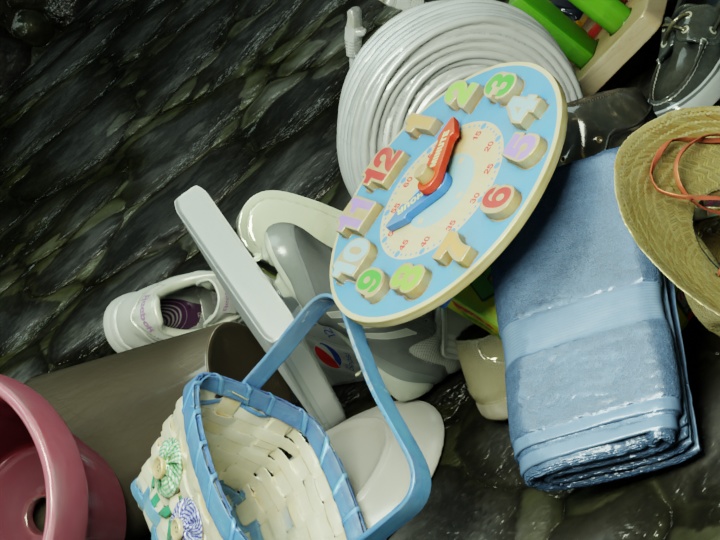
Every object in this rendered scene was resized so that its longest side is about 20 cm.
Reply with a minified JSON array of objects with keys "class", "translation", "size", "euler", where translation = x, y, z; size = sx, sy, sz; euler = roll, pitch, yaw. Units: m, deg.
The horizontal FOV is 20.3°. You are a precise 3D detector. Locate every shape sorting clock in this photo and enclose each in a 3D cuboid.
[{"class":"shape sorting clock","translation":[0.051,-0.051,1.272],"size":[0.200,0.039,0.200],"euler":[-41,26,25]}]

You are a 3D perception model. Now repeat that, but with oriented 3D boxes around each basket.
[{"class":"basket","translation":[-0.048,0.137,1.301],"size":[0.200,0.139,0.177],"euler":[-44,45,19]},{"class":"basket","translation":[-0.163,0.128,1.580],"size":[0.200,0.136,0.181],"euler":[-24,46,27]}]

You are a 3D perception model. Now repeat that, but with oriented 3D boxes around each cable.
[{"class":"cable","translation":[0.080,-0.107,1.533],"size":[0.199,0.201,0.069],"euler":[1,18,-18]}]

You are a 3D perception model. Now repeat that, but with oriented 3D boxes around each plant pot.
[{"class":"plant pot","translation":[-0.263,0.177,1.445],"size":[0.200,0.200,0.179],"euler":[-36,-20,11]}]

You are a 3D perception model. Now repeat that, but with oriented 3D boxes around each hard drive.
[{"class":"hard drive","translation":[-0.070,0.032,1.456],"size":[0.027,0.132,0.200],"euler":[-34,-24,-5]}]

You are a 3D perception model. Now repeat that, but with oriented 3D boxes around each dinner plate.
[{"class":"dinner plate","translation":[-0.026,0.159,1.424],"size":[0.200,0.024,0.200],"euler":[-36,20,15]}]

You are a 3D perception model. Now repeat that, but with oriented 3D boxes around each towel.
[{"class":"towel","translation":[0.137,0.031,1.215],"size":[0.111,0.049,0.201],"euler":[-16,60,20]}]

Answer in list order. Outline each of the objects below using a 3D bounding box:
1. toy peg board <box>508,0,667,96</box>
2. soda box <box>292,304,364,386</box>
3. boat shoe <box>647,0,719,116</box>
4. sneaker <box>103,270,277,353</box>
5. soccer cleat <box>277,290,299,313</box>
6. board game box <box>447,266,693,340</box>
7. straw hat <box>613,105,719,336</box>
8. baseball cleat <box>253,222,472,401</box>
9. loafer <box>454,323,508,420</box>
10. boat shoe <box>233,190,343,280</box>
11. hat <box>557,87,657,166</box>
[{"class":"toy peg board","translation":[0.163,-0.216,1.680],"size":[0.200,0.098,0.199],"euler":[-46,14,37]},{"class":"soda box","translation":[0.024,-0.003,1.605],"size":[0.063,0.068,0.200],"euler":[-14,34,51]},{"class":"boat shoe","translation":[0.261,-0.183,1.569],"size":[0.069,0.057,0.200],"euler":[-20,28,43]},{"class":"sneaker","translation":[-0.106,0.036,1.653],"size":[0.199,0.075,0.100],"euler":[-10,-8,-33]},{"class":"soccer cleat","translation":[-0.011,-0.014,1.662],"size":[0.069,0.085,0.200],"euler":[-17,31,48]},{"class":"board game box","translation":[0.115,-0.001,1.301],"size":[0.200,0.048,0.102],"euler":[32,83,35]},{"class":"straw hat","translation":[0.234,-0.002,1.181],"size":[0.201,0.200,0.085],"euler":[-62,-11,-45]},{"class":"baseball cleat","translation":[0.014,0.014,1.402],"size":[0.106,0.200,0.070],"euler":[-28,48,15]},{"class":"loafer","translation":[0.141,0.013,1.359],"size":[0.200,0.068,0.076],"euler":[-47,21,-15]},{"class":"boat shoe","translation":[0.001,-0.003,1.490],"size":[0.060,0.201,0.072],"euler":[149,142,-76]},{"class":"hat","translation":[0.157,-0.079,1.424],"size":[0.200,0.081,0.201],"euler":[-32,-2,-1]}]
